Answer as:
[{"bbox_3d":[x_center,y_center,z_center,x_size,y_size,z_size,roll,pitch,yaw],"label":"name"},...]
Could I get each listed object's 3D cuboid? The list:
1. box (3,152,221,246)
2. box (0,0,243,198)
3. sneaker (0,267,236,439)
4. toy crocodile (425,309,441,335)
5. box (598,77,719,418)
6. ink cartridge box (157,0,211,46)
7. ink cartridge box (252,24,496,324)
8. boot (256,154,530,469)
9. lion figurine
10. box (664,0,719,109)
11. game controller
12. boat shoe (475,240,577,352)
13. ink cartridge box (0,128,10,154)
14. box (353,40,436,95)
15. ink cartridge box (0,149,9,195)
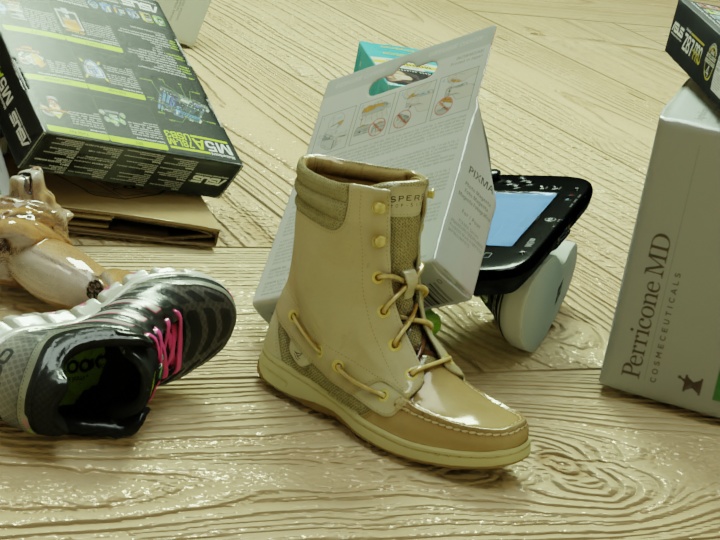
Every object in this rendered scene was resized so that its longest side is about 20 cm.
[{"bbox_3d":[-0.207,-0.066,1.564,0.162,0.021,0.200,6,17,-17],"label":"box"},{"bbox_3d":[-0.209,-0.150,1.542,0.199,0.048,0.194,7,47,-45],"label":"box"},{"bbox_3d":[-0.137,0.054,1.149,0.087,0.075,0.199,24,27,38],"label":"sneaker"},{"bbox_3d":[0.000,0.000,1.413,0.067,0.062,0.200,3,20,-24],"label":"toy crocodile"},{"bbox_3d":[0.281,-0.015,1.395,0.170,0.201,0.200,15,17,13],"label":"box"},{"bbox_3d":[-0.266,-0.352,2.153,0.199,0.146,0.145,14,12,-40],"label":"ink cartridge box"},{"bbox_3d":[0.023,-0.058,1.336,0.162,0.057,0.201,-14,43,39],"label":"ink cartridge box"},{"bbox_3d":[0.028,0.023,1.200,0.199,0.157,0.072,24,22,36],"label":"boot"},{"bbox_3d":[-0.193,0.003,1.301,0.199,0.073,0.122,37,15,27],"label":"lion figurine"},{"bbox_3d":[0.312,-0.137,1.379,0.159,0.050,0.200,12,17,-6],"label":"box"},{"bbox_3d":[0.095,-0.029,1.390,0.103,0.043,0.200,-7,19,26],"label":"game controller"},{"bbox_3d":[0.113,0.011,1.446,0.063,0.071,0.200,14,10,11],"label":"boat shoe"},{"bbox_3d":[-0.333,-0.145,1.582,0.143,0.085,0.200,9,20,23],"label":"ink cartridge box"},{"bbox_3d":[0.046,-0.190,2.055,0.081,0.050,0.200,7,18,-12],"label":"box"},{"bbox_3d":[-0.346,-0.072,1.396,0.199,0.037,0.095,-1,61,-39],"label":"ink cartridge box"}]
